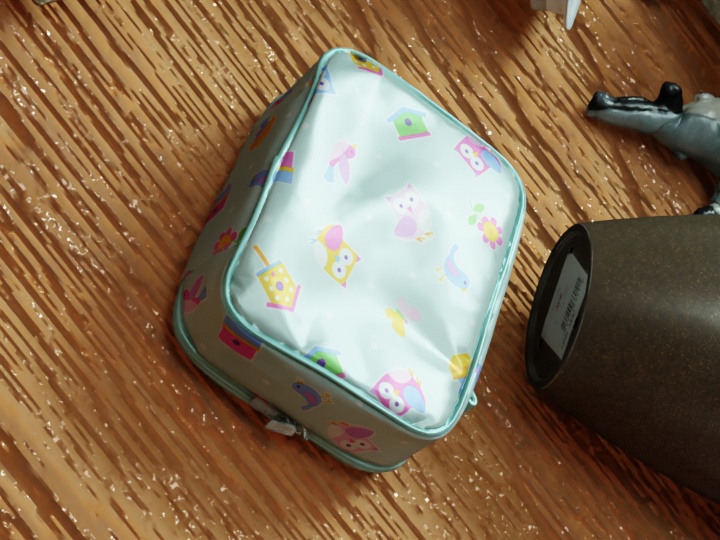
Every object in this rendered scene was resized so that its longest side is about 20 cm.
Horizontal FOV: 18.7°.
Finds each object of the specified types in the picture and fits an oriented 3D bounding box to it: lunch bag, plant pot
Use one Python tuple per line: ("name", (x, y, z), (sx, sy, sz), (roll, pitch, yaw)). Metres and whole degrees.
("lunch bag", (0.000, 0.000, 1.134), (0.160, 0.077, 0.201), (35, 53, -18))
("plant pot", (0.199, 0.044, 1.198), (0.199, 0.187, 0.188), (15, 60, -13))

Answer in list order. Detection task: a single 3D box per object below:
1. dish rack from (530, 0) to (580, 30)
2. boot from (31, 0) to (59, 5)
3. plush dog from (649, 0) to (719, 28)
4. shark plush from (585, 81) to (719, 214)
("dish rack", (0.124, -0.261, 1.278), (0.043, 0.201, 0.172), (9, 41, 10))
("boot", (-0.116, -0.237, 1.115), (0.199, 0.077, 0.156), (-25, 74, -2))
("plush dog", (0.276, -0.177, 1.337), (0.159, 0.172, 0.201), (-12, 113, -15))
("shark plush", (0.232, -0.061, 1.331), (0.199, 0.091, 0.084), (24, 87, -29))
